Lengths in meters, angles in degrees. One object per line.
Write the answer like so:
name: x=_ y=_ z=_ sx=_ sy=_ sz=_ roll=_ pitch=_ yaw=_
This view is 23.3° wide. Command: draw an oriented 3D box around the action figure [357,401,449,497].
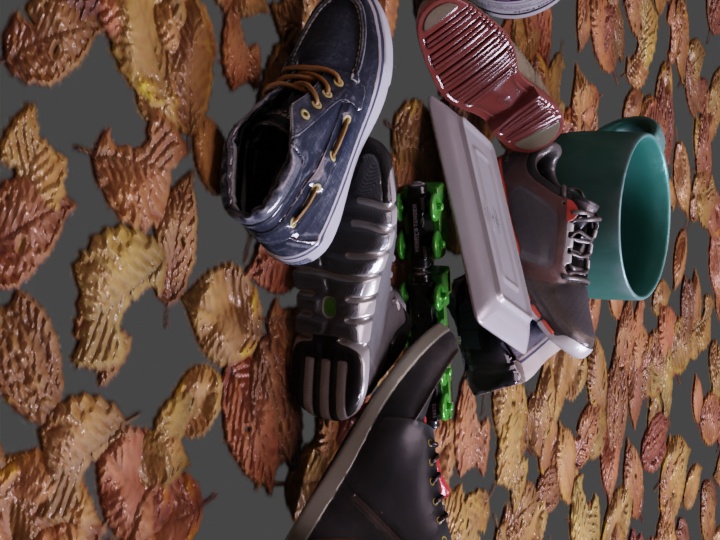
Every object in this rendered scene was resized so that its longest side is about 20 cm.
action figure: x=0.025 y=0.175 z=1.310 sx=0.099 sy=0.065 sz=0.201 roll=37 pitch=61 yaw=-51

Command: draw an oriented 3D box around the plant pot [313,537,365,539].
plant pot: x=-0.020 y=0.277 z=1.153 sx=0.093 sy=0.200 sz=0.202 roll=162 pitch=-65 yaw=-76

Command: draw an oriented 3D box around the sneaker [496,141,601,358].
sneaker: x=0.166 y=-0.025 z=1.467 sx=0.077 sy=0.082 sz=0.201 roll=23 pitch=44 yaw=-57

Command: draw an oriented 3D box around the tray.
tray: x=0.101 y=-0.039 z=1.402 sx=0.107 sy=0.022 sz=0.201 roll=32 pitch=43 yaw=-58

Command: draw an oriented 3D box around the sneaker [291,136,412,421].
sneaker: x=0.000 y=0.000 z=1.246 sx=0.115 sy=0.075 sz=0.201 roll=-18 pitch=119 yaw=-66

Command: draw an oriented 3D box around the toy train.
toy train: x=0.053 y=0.026 z=1.378 sx=0.056 sy=0.041 sz=0.201 roll=-40 pitch=128 yaw=-69

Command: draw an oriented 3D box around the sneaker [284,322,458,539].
sneaker: x=0.038 y=0.141 z=1.240 sx=0.201 sy=0.106 sz=0.075 roll=-57 pitch=179 yaw=-18

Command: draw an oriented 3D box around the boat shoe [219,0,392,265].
boat shoe: x=-0.034 y=-0.110 z=1.150 sx=0.091 sy=0.070 sz=0.201 roll=41 pitch=59 yaw=-62

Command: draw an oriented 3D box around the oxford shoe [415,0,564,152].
oxford shoe: x=0.096 y=-0.173 z=1.434 sx=0.200 sy=0.070 sz=0.075 roll=45 pitch=18 yaw=-48

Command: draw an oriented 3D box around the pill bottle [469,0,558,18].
pill bottle: x=0.116 y=-0.267 z=1.360 sx=0.200 sy=0.112 sz=0.113 roll=47 pitch=50 yaw=-76

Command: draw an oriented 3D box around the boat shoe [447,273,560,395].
boat shoe: x=0.129 y=0.034 z=1.497 sx=0.200 sy=0.074 sz=0.093 roll=-38 pitch=110 yaw=-69

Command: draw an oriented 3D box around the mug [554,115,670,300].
mug: x=0.213 y=-0.055 z=1.601 sx=0.185 sy=0.114 sz=0.153 roll=-27 pitch=116 yaw=-60
